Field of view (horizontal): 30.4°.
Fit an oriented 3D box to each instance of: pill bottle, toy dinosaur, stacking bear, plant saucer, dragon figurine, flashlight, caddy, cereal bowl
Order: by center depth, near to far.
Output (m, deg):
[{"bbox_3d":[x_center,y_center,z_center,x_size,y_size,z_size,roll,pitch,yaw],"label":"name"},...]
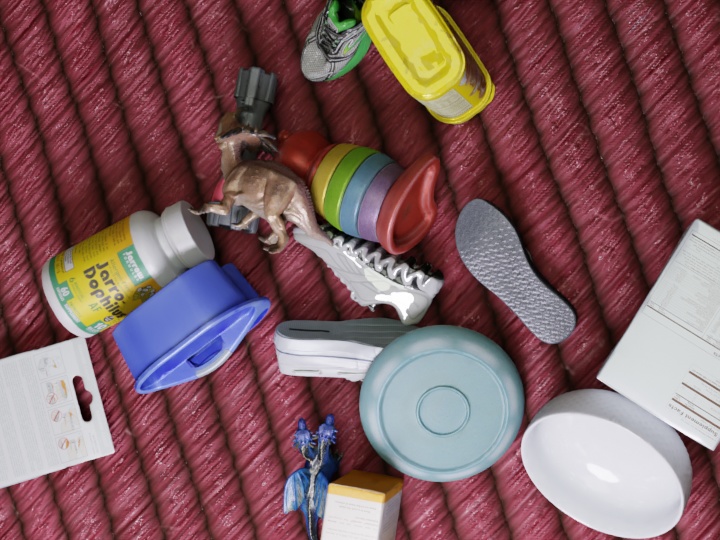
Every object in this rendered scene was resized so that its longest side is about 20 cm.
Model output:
[{"bbox_3d":[0.288,0.208,1.508,0.199,0.201,0.083,31,52,12],"label":"cereal bowl"},{"bbox_3d":[-0.111,-0.104,1.567,0.199,0.086,0.136,28,97,11],"label":"toy dinosaur"},{"bbox_3d":[0.098,0.164,1.578,0.199,0.027,0.201,0,105,0],"label":"plant saucer"},{"bbox_3d":[-0.018,-0.108,1.601,0.199,0.122,0.114,27,52,23],"label":"stacking bear"},{"bbox_3d":[-0.059,0.269,1.609,0.059,0.099,0.201,8,91,13],"label":"dragon figurine"},{"bbox_3d":[-0.204,0.076,1.625,0.200,0.141,0.105,-37,79,11],"label":"caddy"},{"bbox_3d":[-0.144,-0.149,1.656,0.068,0.068,0.201,8,86,47],"label":"flashlight"},{"bbox_3d":[-0.288,-0.006,1.658,0.199,0.113,0.113,-26,84,11],"label":"pill bottle"}]

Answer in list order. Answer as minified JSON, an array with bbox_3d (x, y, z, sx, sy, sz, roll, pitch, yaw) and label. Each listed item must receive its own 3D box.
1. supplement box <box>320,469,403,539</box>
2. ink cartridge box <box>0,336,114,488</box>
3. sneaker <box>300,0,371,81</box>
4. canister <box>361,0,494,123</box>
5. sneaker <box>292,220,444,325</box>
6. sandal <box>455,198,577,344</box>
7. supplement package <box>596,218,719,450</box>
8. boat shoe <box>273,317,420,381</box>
[{"bbox_3d":[-0.006,0.350,1.583,0.073,0.126,0.201,8,90,12],"label":"supplement box"},{"bbox_3d":[-0.426,0.187,1.727,0.199,0.047,0.161,-17,85,7],"label":"ink cartridge box"},{"bbox_3d":[-0.025,-0.300,1.589,0.078,0.085,0.200,47,135,8],"label":"sneaker"},{"bbox_3d":[0.079,-0.251,1.533,0.086,0.200,0.149,-34,82,11],"label":"canister"},{"bbox_3d":[0.000,0.000,1.618,0.199,0.075,0.081,26,106,14],"label":"sneaker"},{"bbox_3d":[0.183,0.003,1.593,0.076,0.043,0.201,-35,92,17],"label":"sandal"},{"bbox_3d":[0.378,0.068,1.465,0.147,0.191,0.201,32,96,12],"label":"supplement package"},{"bbox_3d":[-0.006,0.101,1.624,0.199,0.074,0.067,6,120,9],"label":"boat shoe"}]
